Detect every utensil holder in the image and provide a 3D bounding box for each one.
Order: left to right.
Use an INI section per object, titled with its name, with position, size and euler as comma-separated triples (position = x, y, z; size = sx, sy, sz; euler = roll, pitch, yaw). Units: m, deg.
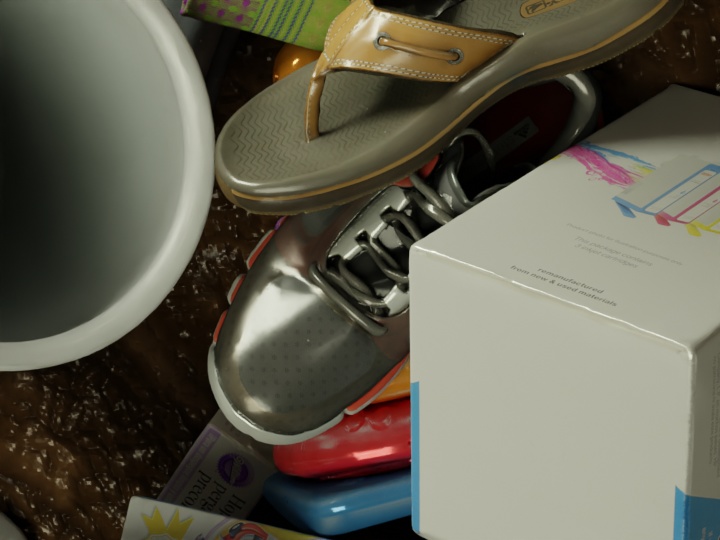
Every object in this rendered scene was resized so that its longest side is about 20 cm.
[utensil holder]
position = -0.176, -0.047, 1.146
size = 0.200, 0.170, 0.171
euler = 0, 122, 61

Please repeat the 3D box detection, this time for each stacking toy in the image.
[stacking toy]
position = 0.000, 0.000, 1.185
size = 0.109, 0.116, 0.201
euler = -15, 94, -14

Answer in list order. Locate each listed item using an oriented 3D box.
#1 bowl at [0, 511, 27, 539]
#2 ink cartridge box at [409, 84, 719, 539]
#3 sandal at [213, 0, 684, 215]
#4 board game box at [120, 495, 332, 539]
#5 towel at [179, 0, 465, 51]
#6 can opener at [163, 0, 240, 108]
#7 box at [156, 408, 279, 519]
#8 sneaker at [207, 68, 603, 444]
[bowl]
position = -0.273, 0.169, 1.401
size = 0.199, 0.075, 0.201
euler = 29, 128, 8
[ink cartridge box]
position = 0.127, 0.025, 1.084
size = 0.125, 0.200, 0.129
euler = 20, 125, 34
[sandal]
position = 0.030, -0.088, 1.084
size = 0.199, 0.082, 0.055
euler = -25, 127, 7
[board game box]
position = -0.001, 0.140, 1.212
size = 0.199, 0.134, 0.034
euler = 13, 79, 2
[towel]
position = 0.023, -0.166, 1.090
size = 0.143, 0.023, 0.201
euler = 13, 126, -16
[can opener]
position = -0.045, -0.115, 1.160
size = 0.067, 0.053, 0.201
euler = 29, 125, 9
[box]
position = -0.091, 0.135, 1.324
size = 0.039, 0.041, 0.200
euler = 35, 124, 0
[sneaker]
position = 0.017, -0.018, 1.105
size = 0.077, 0.082, 0.200
euler = 43, 81, 1
